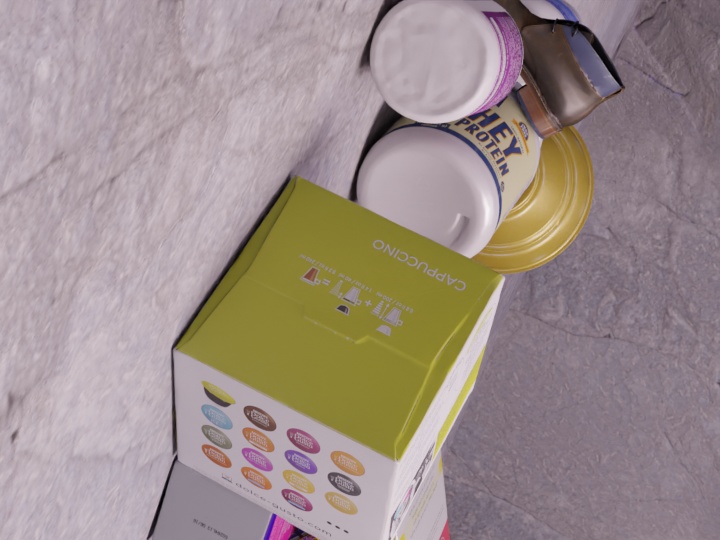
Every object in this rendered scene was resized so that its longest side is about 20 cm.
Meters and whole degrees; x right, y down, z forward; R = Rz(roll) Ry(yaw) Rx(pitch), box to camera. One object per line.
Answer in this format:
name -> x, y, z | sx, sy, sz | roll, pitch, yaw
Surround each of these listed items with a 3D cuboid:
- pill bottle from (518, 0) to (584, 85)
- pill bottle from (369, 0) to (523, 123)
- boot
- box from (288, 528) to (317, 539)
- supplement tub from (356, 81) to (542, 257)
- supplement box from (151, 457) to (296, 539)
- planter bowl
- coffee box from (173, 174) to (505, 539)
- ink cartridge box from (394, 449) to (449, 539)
pill bottle -> 0.186, -0.252, 1.842 | 0.112, 0.112, 0.200 | -67, 169, 15
pill bottle -> 0.084, -0.192, 1.475 | 0.113, 0.112, 0.200 | -67, 169, 15
boot -> 0.181, -0.237, 1.618 | 0.097, 0.200, 0.075 | -22, -165, 20
box -> -0.121, 0.319, 1.555 | 0.200, 0.070, 0.064 | -39, 127, -13
supplement tub -> 0.095, -0.107, 1.643 | 0.200, 0.145, 0.145 | -51, 163, -53
supplement box -> -0.096, 0.189, 1.520 | 0.200, 0.101, 0.104 | -46, 158, -62
planter bowl -> 0.151, -0.100, 1.792 | 0.201, 0.200, 0.083 | -64, 167, 0
coffee box -> -0.020, 0.083, 1.365 | 0.200, 0.199, 0.198 | -57, 167, -31
ink cartridge box -> 0.021, 0.220, 1.546 | 0.145, 0.083, 0.201 | -55, 144, -56
